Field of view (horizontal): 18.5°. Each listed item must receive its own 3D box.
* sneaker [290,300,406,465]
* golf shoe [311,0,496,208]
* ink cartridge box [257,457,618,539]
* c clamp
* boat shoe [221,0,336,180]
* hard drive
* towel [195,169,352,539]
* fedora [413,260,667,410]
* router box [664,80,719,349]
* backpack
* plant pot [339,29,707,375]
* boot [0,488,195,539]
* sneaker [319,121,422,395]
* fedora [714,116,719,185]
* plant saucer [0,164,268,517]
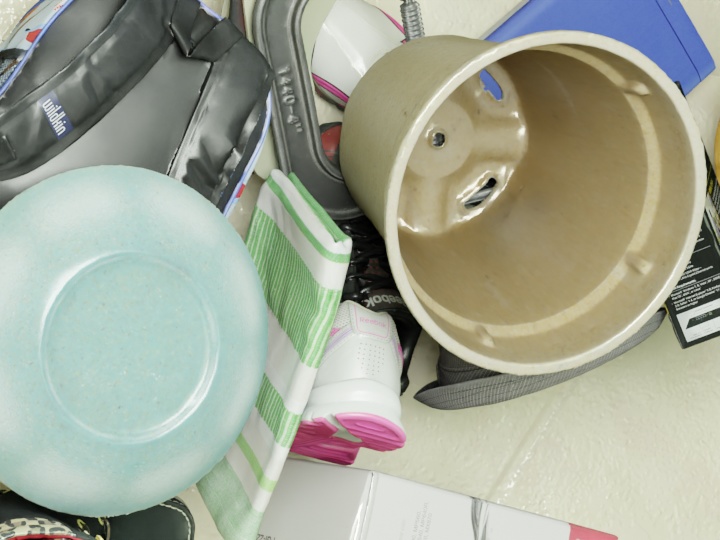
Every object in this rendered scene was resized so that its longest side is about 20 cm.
[{"bbox_3d":[-0.021,0.068,1.379,0.081,0.200,0.089,16,75,-23],"label":"sneaker"},{"bbox_3d":[0.036,-0.119,1.481,0.200,0.092,0.073,44,69,-20],"label":"golf shoe"},{"bbox_3d":[0.044,0.185,1.442,0.199,0.145,0.085,16,82,-29],"label":"ink cartridge box"},{"bbox_3d":[0.017,-0.118,1.411,0.170,0.027,0.201,-22,112,-14],"label":"c clamp"},{"bbox_3d":[-0.056,-0.159,1.411,0.071,0.063,0.201,-2,108,-26],"label":"boat shoe"},{"bbox_3d":[0.157,-0.142,1.588,0.200,0.025,0.132,-41,108,-25],"label":"hard drive"},{"bbox_3d":[-0.061,0.052,1.349,0.023,0.153,0.201,15,105,-23],"label":"towel"},{"bbox_3d":[0.108,0.023,1.460,0.091,0.176,0.200,71,20,-4],"label":"fedora"},{"bbox_3d":[0.216,-0.042,1.496,0.051,0.200,0.150,-21,95,14],"label":"router box"},{"bbox_3d":[-0.152,-0.081,1.337,0.200,0.154,0.191,41,78,-27],"label":"backpack"},{"bbox_3d":[0.077,-0.062,1.333,0.199,0.183,0.202,-6,109,-19],"label":"plant pot"},{"bbox_3d":[-0.170,0.170,1.312,0.203,0.154,0.074,3,93,-28],"label":"boot"},{"bbox_3d":[0.000,0.000,1.452,0.070,0.098,0.202,-1,88,-28],"label":"sneaker"},{"bbox_3d":[0.333,-0.070,1.655,0.199,0.082,0.202,2,84,-24],"label":"fedora"},{"bbox_3d":[-0.135,0.042,1.248,0.200,0.039,0.202,-3,96,-28],"label":"plant saucer"}]
